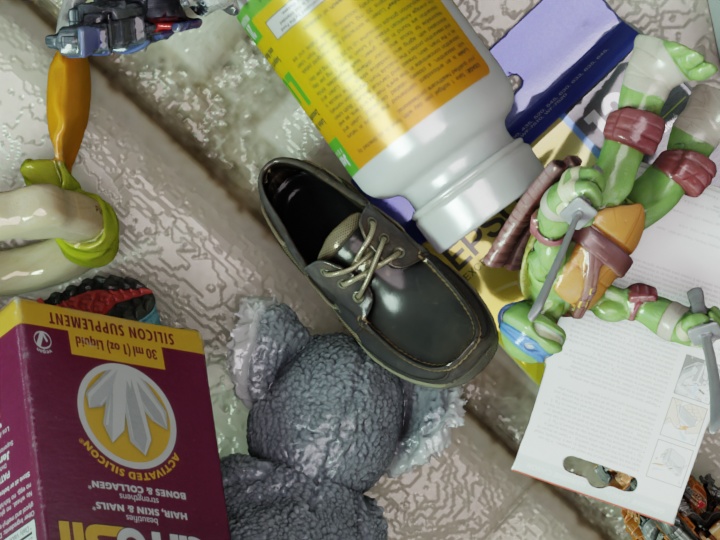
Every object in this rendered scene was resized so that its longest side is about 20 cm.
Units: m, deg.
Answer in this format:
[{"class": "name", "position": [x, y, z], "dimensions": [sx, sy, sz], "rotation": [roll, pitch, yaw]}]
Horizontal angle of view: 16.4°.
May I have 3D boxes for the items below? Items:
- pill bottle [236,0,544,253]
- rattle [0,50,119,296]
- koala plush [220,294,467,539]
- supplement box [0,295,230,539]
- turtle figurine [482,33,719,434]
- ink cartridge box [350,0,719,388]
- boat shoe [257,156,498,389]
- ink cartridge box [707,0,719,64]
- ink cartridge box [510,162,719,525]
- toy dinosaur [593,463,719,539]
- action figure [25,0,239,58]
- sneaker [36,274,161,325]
[{"class": "pill bottle", "position": [0.021, -0.113, 1.488], "dimensions": [0.111, 0.111, 0.200], "rotation": [-36, 89, 2]}, {"class": "rattle", "position": [-0.253, -0.042, 1.522], "dimensions": [0.200, 0.130, 0.143], "rotation": [-19, 88, 26]}, {"class": "koala plush", "position": [-0.033, 0.127, 1.515], "dimensions": [0.177, 0.184, 0.200], "rotation": [25, 84, -7]}, {"class": "supplement box", "position": [-0.156, 0.131, 1.407], "dimensions": [0.131, 0.103, 0.200], "rotation": [12, 56, -38]}, {"class": "turtle figurine", "position": [0.167, -0.022, 1.403], "dimensions": [0.144, 0.200, 0.194], "rotation": [29, 84, -10]}, {"class": "ink cartridge box", "position": [0.132, -0.048, 1.552], "dimensions": [0.198, 0.047, 0.200], "rotation": [-43, 100, 4]}, {"class": "boat shoe", "position": [0.000, 0.000, 1.484], "dimensions": [0.075, 0.073, 0.200], "rotation": [-52, 52, 1]}, {"class": "ink cartridge box", "position": [0.310, -0.205, 1.518], "dimensions": [0.200, 0.083, 0.146], "rotation": [-13, 98, -1]}, {"class": "ink cartridge box", "position": [0.172, 0.041, 1.508], "dimensions": [0.109, 0.050, 0.200], "rotation": [19, 93, 5]}, {"class": "toy dinosaur", "position": [0.216, 0.187, 1.538], "dimensions": [0.102, 0.136, 0.200], "rotation": [-26, 56, 16]}, {"class": "action figure", "position": [-0.164, -0.179, 1.442], "dimensions": [0.193, 0.200, 0.105], "rotation": [9, 100, 2]}, {"class": "sneaker", "position": [-0.210, 0.081, 1.527], "dimensions": [0.200, 0.079, 0.096], "rotation": [-18, 122, -7]}]
